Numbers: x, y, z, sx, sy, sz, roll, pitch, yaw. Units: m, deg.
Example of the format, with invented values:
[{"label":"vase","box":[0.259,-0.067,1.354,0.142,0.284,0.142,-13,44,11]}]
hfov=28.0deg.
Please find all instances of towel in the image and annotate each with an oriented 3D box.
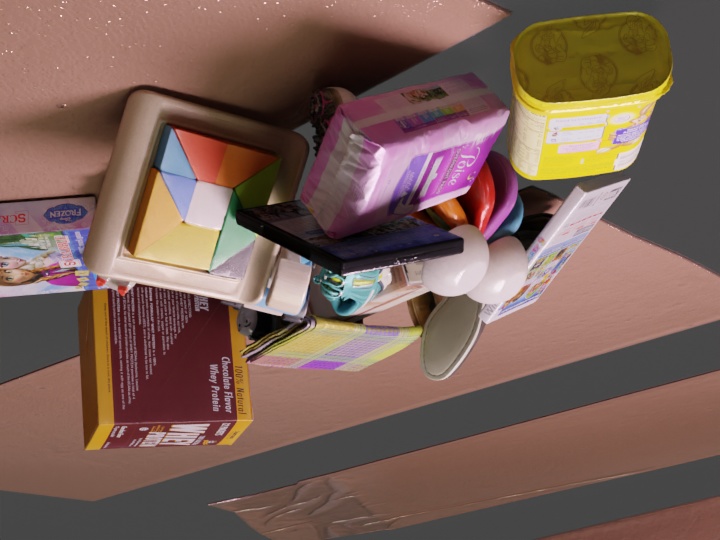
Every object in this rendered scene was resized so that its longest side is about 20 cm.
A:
[{"label":"towel","box":[-0.034,0.090,1.786,0.198,0.023,0.143,7,153,-42]}]

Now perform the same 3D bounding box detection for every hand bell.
[{"label":"hand bell","box":[0.170,0.022,1.925,0.198,0.105,0.104,-14,163,-18]}]

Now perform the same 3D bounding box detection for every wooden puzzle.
[{"label":"wooden puzzle","box":[-0.159,-0.067,1.436,0.198,0.187,0.037,13,-170,-31]}]

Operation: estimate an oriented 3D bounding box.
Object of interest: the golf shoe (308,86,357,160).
[{"label":"golf shoe","box":[-0.003,-0.139,1.446,0.091,0.074,0.200,-14,167,-2]}]

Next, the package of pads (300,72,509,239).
[{"label":"package of pads","box":[0.042,-0.111,1.379,0.199,0.076,0.121,-20,149,-43]}]

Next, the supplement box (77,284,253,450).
[{"label":"supplement box","box":[-0.256,0.120,1.876,0.197,0.200,0.133,0,160,-19]}]

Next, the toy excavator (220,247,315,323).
[{"label":"toy excavator","box":[-0.090,-0.010,1.604,0.099,0.196,0.201,14,146,-8]}]

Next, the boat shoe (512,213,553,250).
[{"label":"boat shoe","box":[0.175,-0.022,1.719,0.199,0.074,0.061,-16,139,-45]}]

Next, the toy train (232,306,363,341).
[{"label":"toy train","box":[-0.079,0.049,1.860,0.198,0.115,0.085,11,154,-40]}]

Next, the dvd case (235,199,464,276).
[{"label":"dvd case","box":[-0.014,-0.038,1.401,0.141,0.018,0.199,-11,-158,-32]}]

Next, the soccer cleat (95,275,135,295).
[{"label":"soccer cleat","box":[-0.253,-0.057,1.605,0.069,0.078,0.201,23,136,-4]}]

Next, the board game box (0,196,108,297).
[{"label":"board game box","box":[-0.393,-0.022,1.676,0.197,0.042,0.200,-5,160,-4]}]

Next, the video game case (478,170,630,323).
[{"label":"video game case","box":[0.226,-0.028,1.678,0.201,0.018,0.143,-55,162,27]}]

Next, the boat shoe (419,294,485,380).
[{"label":"boat shoe","box":[0.135,0.046,1.818,0.071,0.203,0.060,20,176,29]}]

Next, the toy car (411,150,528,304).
[{"label":"toy car","box":[0.106,-0.066,1.581,0.199,0.175,0.151,12,115,-54]}]

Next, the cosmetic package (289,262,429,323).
[{"label":"cosmetic package","box":[0.000,0.000,1.750,0.199,0.105,0.087,-26,166,40]}]

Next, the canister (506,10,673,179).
[{"label":"canister","box":[0.216,-0.164,1.414,0.146,0.088,0.200,-6,161,0]}]

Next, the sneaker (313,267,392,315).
[{"label":"sneaker","box":[-0.012,-0.002,1.579,0.080,0.077,0.200,-45,159,-10]}]
